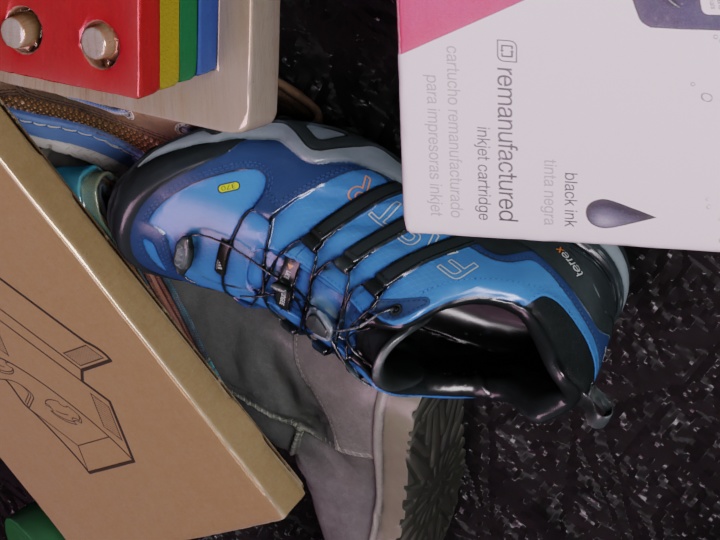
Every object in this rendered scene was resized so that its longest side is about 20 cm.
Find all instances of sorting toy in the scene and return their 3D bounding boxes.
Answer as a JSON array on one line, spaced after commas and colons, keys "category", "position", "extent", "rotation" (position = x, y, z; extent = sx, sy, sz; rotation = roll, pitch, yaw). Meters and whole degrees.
[{"category": "sorting toy", "position": [-0.127, -0.158, 0.947], "extent": [0.198, 0.069, 0.201], "rotation": [14, 112, 31]}]

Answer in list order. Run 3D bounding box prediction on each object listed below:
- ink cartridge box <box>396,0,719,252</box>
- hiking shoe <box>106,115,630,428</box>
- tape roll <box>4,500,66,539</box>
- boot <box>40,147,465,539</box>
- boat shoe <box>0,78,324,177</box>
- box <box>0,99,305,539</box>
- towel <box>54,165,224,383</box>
[{"category": "ink cartridge box", "position": [0.114, -0.085, 0.798], "extent": [0.199, 0.085, 0.145], "rotation": [4, 129, 9]}, {"category": "hiking shoe", "position": [0.000, 0.000, 0.981], "extent": [0.199, 0.087, 0.075], "rotation": [10, 128, 5]}, {"category": "tape roll", "position": [-0.095, 0.190, 1.236], "extent": [0.201, 0.048, 0.201], "rotation": [53, 163, 24]}, {"category": "boot", "position": [-0.054, 0.046, 1.124], "extent": [0.199, 0.073, 0.183], "rotation": [23, 133, 18]}, {"category": "boat shoe", "position": [-0.098, -0.086, 1.050], "extent": [0.199, 0.072, 0.073], "rotation": [26, 134, 4]}, {"category": "box", "position": [-0.129, 0.030, 1.078], "extent": [0.200, 0.021, 0.163], "rotation": [52, 145, -14]}, {"category": "towel", "position": [-0.139, 0.021, 1.117], "extent": [0.199, 0.022, 0.147], "rotation": [-1, 126, 46]}]
